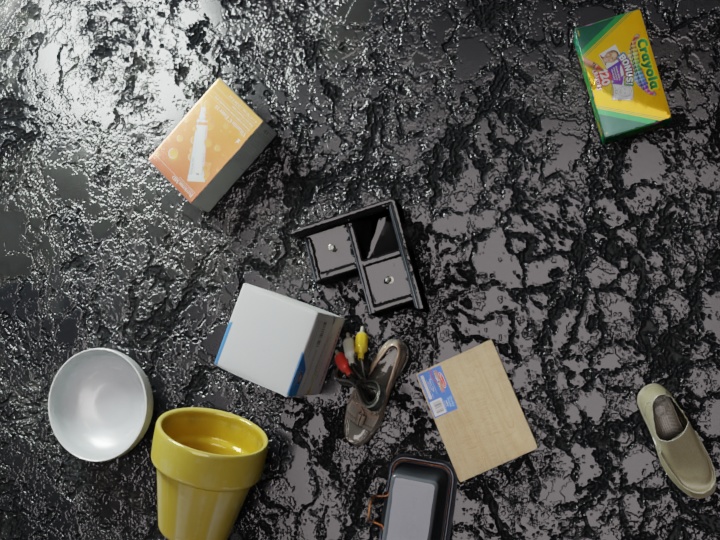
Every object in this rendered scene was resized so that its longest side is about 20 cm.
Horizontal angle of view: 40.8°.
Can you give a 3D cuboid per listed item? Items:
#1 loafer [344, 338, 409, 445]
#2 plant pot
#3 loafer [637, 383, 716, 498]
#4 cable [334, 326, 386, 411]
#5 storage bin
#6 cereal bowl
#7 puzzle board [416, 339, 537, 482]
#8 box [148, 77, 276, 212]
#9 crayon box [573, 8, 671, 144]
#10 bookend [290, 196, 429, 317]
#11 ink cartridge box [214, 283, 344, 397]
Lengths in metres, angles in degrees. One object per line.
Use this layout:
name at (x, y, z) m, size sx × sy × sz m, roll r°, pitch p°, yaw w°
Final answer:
loafer at (0.021, 0.212, 1.701) m, size 0.071 × 0.063 × 0.203 m, roll 26°, pitch 89°, yaw 12°
plant pot at (-0.273, 0.366, 1.686) m, size 0.197 × 0.201 × 0.193 m, roll 16°, pitch 103°, yaw 12°
loafer at (0.519, 0.283, 1.595) m, size 0.075 × 0.068 × 0.202 m, roll -30°, pitch 79°, yaw 6°
cable at (-0.010, 0.181, 1.667) m, size 0.050 × 0.201 × 0.097 m, roll 39°, pitch 106°, yaw -24°
storage bin at (0.079, 0.419, 1.632) m, size 0.143 × 0.134 × 0.204 m, roll 9°, pitch 85°, yaw 11°
cereal bowl at (-0.467, 0.245, 1.781) m, size 0.196 × 0.083 × 0.205 m, roll -1°, pitch 84°, yaw 11°
puzzle board at (0.202, 0.243, 1.688) m, size 0.149 × 0.017 × 0.203 m, roll -25°, pitch 79°, yaw 9°
box at (-0.272, -0.229, 1.788) m, size 0.124 × 0.097 × 0.200 m, roll 43°, pitch 93°, yaw 12°
crayon box at (0.453, -0.334, 1.681) m, size 0.117 × 0.058 × 0.204 m, roll -15°, pitch 81°, yaw 9°
bookend at (0.000, 0.000, 1.714) m, size 0.196 × 0.092 × 0.203 m, roll -16°, pitch 81°, yaw 10°
ink cartridge box at (-0.134, 0.123, 1.671) m, size 0.142 × 0.200 × 0.150 m, roll 20°, pitch 88°, yaw 14°
